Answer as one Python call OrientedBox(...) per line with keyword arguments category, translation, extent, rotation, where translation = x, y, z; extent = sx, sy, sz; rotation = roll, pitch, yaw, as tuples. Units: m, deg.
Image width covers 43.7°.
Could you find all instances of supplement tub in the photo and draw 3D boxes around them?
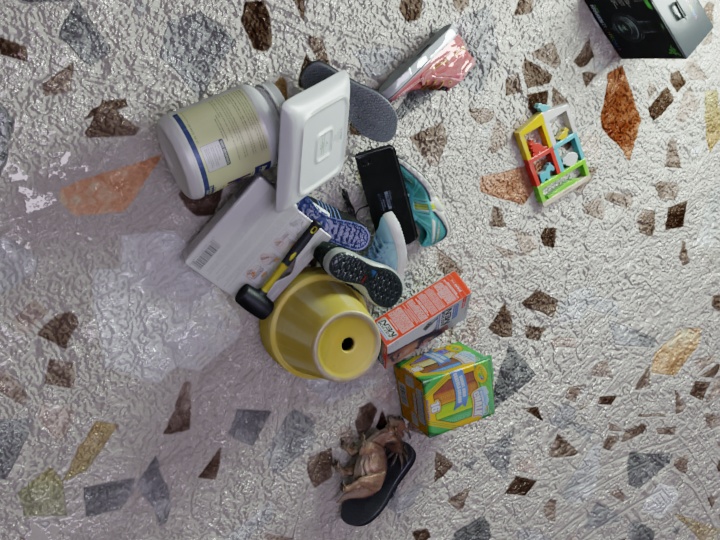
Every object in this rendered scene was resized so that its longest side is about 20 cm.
OrientedBox(category="supplement tub", translation=(-0.218, -0.218, 1.474), extent=(0.199, 0.145, 0.146), rotation=(-26, 112, -17))

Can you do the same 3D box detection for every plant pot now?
OrientedBox(category="plant pot", translation=(-0.059, 0.110, 1.604), extent=(0.200, 0.189, 0.202), rotation=(-6, 105, -25))

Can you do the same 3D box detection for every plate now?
OrientedBox(category="plate", translation=(-0.072, -0.214, 1.505), extent=(0.200, 0.032, 0.201), rotation=(-42, 146, -48))

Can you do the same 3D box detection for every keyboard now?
OrientedBox(category="keyboard", translation=(0.026, -0.126, 1.660), extent=(0.126, 0.021, 0.201), rotation=(-16, 115, 0))

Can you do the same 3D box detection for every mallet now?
OrientedBox(category="mallet", translation=(-0.143, -0.010, 1.551), extent=(0.066, 0.041, 0.201), rotation=(29, 99, -24))

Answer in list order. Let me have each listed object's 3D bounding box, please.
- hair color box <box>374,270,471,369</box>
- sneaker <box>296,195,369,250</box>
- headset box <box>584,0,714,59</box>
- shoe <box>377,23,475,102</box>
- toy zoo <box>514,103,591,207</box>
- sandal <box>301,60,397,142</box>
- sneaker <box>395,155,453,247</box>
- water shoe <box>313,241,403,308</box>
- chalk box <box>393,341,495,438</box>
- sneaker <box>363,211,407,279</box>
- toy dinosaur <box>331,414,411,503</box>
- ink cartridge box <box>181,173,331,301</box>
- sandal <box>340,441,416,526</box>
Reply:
OrientedBox(category="hair color box", translation=(0.114, 0.096, 1.723), extent=(0.199, 0.064, 0.111), rotation=(-30, 155, -15))
OrientedBox(category="sneaker", translation=(-0.077, -0.090, 1.621), extent=(0.199, 0.078, 0.070), rotation=(26, 94, -6))
OrientedBox(category="headset box", translation=(0.562, -0.505, 1.745), extent=(0.093, 0.200, 0.174), rotation=(-48, 117, -8))
OrientedBox(category="shoe", translation=(0.125, -0.355, 1.644), extent=(0.200, 0.071, 0.091), rotation=(-45, 111, -14))
OrientedBox(category="toy zoo", translation=(0.388, -0.247, 1.824), extent=(0.131, 0.020, 0.201), rotation=(-31, 113, -16))
OrientedBox(category="sandal", translation=(-0.014, -0.307, 1.596), extent=(0.200, 0.043, 0.076), rotation=(36, 107, -18))
OrientedBox(category="sneaker", translation=(0.104, -0.129, 1.691), extent=(0.079, 0.078, 0.200), rotation=(-35, 115, -4))
OrientedBox(category="water shoe", translation=(0.000, 0.000, 1.601), extent=(0.200, 0.079, 0.072), rotation=(34, 93, -43))
OrientedBox(category="chalk box", translation=(0.187, 0.228, 1.784), extent=(0.199, 0.124, 0.126), rotation=(-17, 109, -21))
OrientedBox(category="sneaker", translation=(0.035, -0.019, 1.649), extent=(0.081, 0.074, 0.201), rotation=(-17, 136, -17))
OrientedBox(category="toy dinosaur", translation=(0.027, 0.384, 1.764), extent=(0.135, 0.086, 0.201), rotation=(19, 94, -26))
OrientedBox(category="ink cartridge box", translation=(-0.181, -0.045, 1.565), extent=(0.176, 0.045, 0.200), rotation=(39, 98, -28))
OrientedBox(category="sandal", translation=(0.043, 0.436, 1.799), extent=(0.200, 0.076, 0.043), rotation=(-47, 143, -8))
